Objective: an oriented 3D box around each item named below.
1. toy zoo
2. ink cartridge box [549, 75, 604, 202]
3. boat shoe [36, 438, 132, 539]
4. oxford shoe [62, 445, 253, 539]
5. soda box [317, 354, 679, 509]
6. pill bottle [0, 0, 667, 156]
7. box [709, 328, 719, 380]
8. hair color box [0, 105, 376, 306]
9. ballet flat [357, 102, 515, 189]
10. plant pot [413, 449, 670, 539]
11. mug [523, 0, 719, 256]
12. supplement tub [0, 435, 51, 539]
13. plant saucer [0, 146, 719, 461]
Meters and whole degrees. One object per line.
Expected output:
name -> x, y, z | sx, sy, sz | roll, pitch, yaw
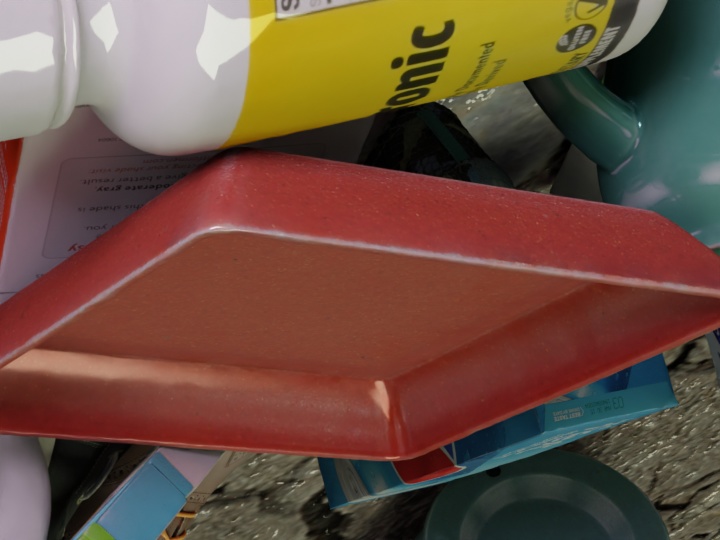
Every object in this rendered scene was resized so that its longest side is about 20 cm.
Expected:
toy zoo -> -0.105, 0.113, 0.807 | 0.131, 0.020, 0.200 | -47, -179, 22
ink cartridge box -> 0.194, -0.059, 0.933 | 0.199, 0.084, 0.146 | -16, 155, -19
boat shoe -> -0.124, 0.075, 0.924 | 0.067, 0.072, 0.200 | -18, 156, -30
oxford shoe -> -0.093, 0.106, 1.014 | 0.199, 0.073, 0.071 | -35, 154, 21
soda box -> 0.047, 0.051, 0.974 | 0.067, 0.065, 0.200 | -11, 171, -27
pill bottle -> -0.023, -0.093, 0.621 | 0.199, 0.112, 0.111 | -13, 154, -22
box -> 0.218, 0.081, 0.891 | 0.104, 0.185, 0.200 | -26, 156, 4
hair color box -> -0.070, -0.027, 0.756 | 0.110, 0.064, 0.200 | -5, 150, -18
ballet flat -> 0.000, 0.000, 0.894 | 0.074, 0.075, 0.200 | -9, 156, -32
plant pot -> 0.093, 0.205, 1.275 | 0.199, 0.201, 0.189 | -17, 140, -17
mug -> 0.137, -0.045, 0.748 | 0.184, 0.115, 0.152 | 6, 158, 18
supplement tub -> -0.212, 0.115, 0.846 | 0.131, 0.133, 0.200 | -1, 146, -42
plant saucer -> -0.012, 0.014, 0.719 | 0.199, 0.037, 0.199 | 6, 158, -34
